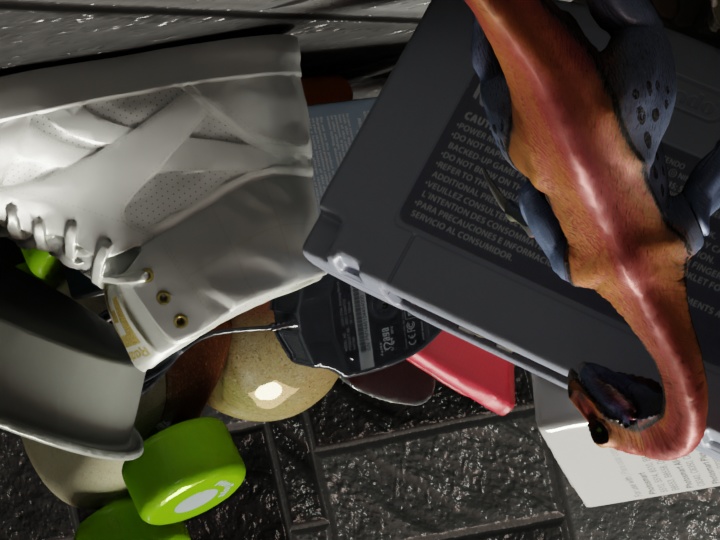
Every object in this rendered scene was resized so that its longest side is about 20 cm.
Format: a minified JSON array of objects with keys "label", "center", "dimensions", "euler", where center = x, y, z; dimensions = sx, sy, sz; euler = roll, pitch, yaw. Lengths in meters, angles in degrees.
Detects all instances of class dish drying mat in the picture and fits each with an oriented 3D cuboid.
[{"label":"dish drying mat","center":[0.000,0.000,1.104],"dimensions":[0.199,0.077,0.018],"euler":[32,131,-29]}]

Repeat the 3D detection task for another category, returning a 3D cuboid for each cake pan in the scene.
[{"label":"cake pan","center":[-0.168,0.014,0.890],"dimensions":[0.199,0.037,0.200],"euler":[27,-177,-2]}]

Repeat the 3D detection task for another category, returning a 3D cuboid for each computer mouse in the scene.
[{"label":"computer mouse","center":[-0.048,0.024,1.023],"dimensions":[0.199,0.059,0.034],"euler":[-11,-162,-19]}]

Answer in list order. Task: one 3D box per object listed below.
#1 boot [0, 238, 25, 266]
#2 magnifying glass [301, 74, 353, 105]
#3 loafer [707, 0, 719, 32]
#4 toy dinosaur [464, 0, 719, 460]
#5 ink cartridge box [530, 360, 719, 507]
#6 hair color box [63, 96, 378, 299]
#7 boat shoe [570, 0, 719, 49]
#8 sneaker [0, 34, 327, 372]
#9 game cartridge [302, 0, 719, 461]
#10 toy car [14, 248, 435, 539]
[{"label":"boot","center":[-0.129,-0.025,1.248],"dimensions":[0.199,0.073,0.144],"euler":[-4,176,-19]},{"label":"magnifying glass","center":[-0.071,-0.068,0.962],"dimensions":[0.079,0.023,0.200],"euler":[-14,180,36]},{"label":"loafer","center":[0.153,-0.100,0.782],"dimensions":[0.075,0.069,0.200],"euler":[-13,179,9]},{"label":"toy dinosaur","center":[0.065,-0.023,0.708],"dimensions":[0.105,0.183,0.200],"euler":[-13,178,33]},{"label":"ink cartridge box","center":[0.162,-0.005,0.854],"dimensions":[0.199,0.147,0.084],"euler":[-12,151,14]},{"label":"hair color box","center":[-0.030,-0.037,0.992],"dimensions":[0.099,0.061,0.199],"euler":[-13,179,42]},{"label":"boat shoe","center":[0.165,-0.097,0.937],"dimensions":[0.199,0.075,0.073],"euler":[-12,179,23]},{"label":"sneaker","center":[-0.107,-0.016,0.835],"dimensions":[0.199,0.116,0.074],"euler":[-11,180,-15]},{"label":"game cartridge","center":[0.092,-0.023,0.810],"dimensions":[0.199,0.134,0.041],"euler":[26,174,23]},{"label":"toy car","center":[-0.065,0.040,1.124],"dimensions":[0.199,0.165,0.158],"euler":[-15,158,-32]}]
